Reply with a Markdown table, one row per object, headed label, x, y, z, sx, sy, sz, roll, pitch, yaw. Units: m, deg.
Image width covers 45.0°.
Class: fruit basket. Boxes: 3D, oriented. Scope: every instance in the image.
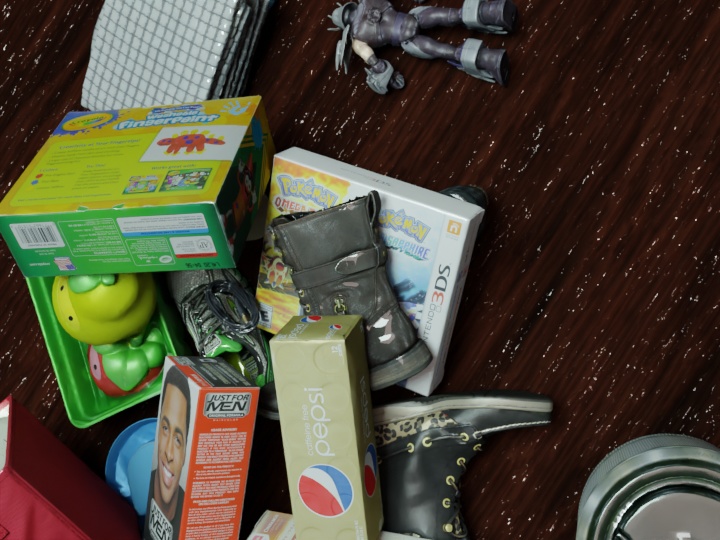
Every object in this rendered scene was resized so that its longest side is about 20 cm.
| label | x | y | z | sx | sy | sz | roll | pitch | yaw |
| --- | --- | --- | --- | --- | --- | --- | --- | --- | --- |
| fruit basket | -0.258 | 0.039 | 0.864 | 0.154 | 0.215 | 0.217 | -24 | 78 | 11 |

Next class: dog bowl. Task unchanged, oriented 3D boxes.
| label | x | y | z | sx | sy | sz | roll | pitch | yaw |
| --- | --- | --- | --- | --- | --- | --- | --- | --- | --- |
| dog bowl | -0.191 | 0.252 | 0.900 | 0.111 | 0.050 | 0.202 | -21 | 78 | 12 |

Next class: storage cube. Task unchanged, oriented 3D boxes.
| label | x | y | z | sx | sy | sz | roll | pitch | yaw |
| --- | --- | --- | --- | --- | --- | --- | --- | --- | --- |
| storage cube | -0.311 | 0.254 | 0.764 | 0.171 | 0.200 | 0.180 | -42 | 113 | -8 |

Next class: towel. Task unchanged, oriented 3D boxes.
| label | x | y | z | sx | sy | sz | roll | pitch | yaw |
| --- | --- | --- | --- | --- | --- | --- | --- | --- | --- |
| towel | -0.195 | -0.234 | 0.915 | 0.165 | 0.085 | 0.201 | 31 | 114 | 17 |

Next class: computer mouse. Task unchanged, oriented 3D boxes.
| label | x | y | z | sx | sy | sz | roll | pitch | yaw |
| --- | --- | --- | --- | --- | --- | --- | --- | --- | --- |
| computer mouse | -0.143 | -0.010 | 0.892 | 0.058 | 0.034 | 0.201 | -14 | 52 | -12 |

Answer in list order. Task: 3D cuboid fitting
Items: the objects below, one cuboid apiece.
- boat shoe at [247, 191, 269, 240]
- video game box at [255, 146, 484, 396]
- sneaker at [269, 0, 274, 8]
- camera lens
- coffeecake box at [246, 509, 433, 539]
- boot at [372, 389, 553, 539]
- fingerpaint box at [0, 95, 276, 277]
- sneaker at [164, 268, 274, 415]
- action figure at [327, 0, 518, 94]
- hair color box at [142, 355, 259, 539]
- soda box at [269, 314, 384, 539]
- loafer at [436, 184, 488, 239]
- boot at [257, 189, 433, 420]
| label | x | y | z | sx | sy | sz | roll | pitch | yaw |
| --- | --- | --- | --- | --- | --- | --- | --- | --- | --- |
| boat shoe | -0.171 | -0.080 | 0.886 | 0.198 | 0.063 | 0.072 | 16 | 97 | 13 |
| video game box | 0.000 | 0.000 | 0.818 | 0.198 | 0.047 | 0.184 | 19 | 114 | 19 |
| sneaker | -0.178 | -0.341 | 0.943 | 0.200 | 0.082 | 0.073 | 39 | 92 | 14 |
| camera lens | 0.256 | 0.217 | 0.703 | 0.158 | 0.200 | 0.162 | -2 | 84 | 15 |
| coffeecake box | -0.004 | 0.317 | 0.792 | 0.198 | 0.073 | 0.155 | 4 | 113 | 20 |
| boot | 0.088 | 0.192 | 0.818 | 0.198 | 0.073 | 0.152 | -8 | 83 | 13 |
| fingerpaint box | -0.190 | -0.076 | 0.772 | 0.198 | 0.074 | 0.168 | -3 | 40 | 12 |
| sneaker | -0.138 | 0.059 | 0.888 | 0.078 | 0.085 | 0.200 | -41 | 75 | 8 |
| action figure | 0.055 | -0.240 | 0.879 | 0.198 | 0.069 | 0.131 | 15 | 95 | 20 |
| hair color box | -0.149 | 0.188 | 0.796 | 0.101 | 0.061 | 0.202 | 20 | 103 | 58 |
| soda box | -0.026 | 0.142 | 0.746 | 0.067 | 0.064 | 0.202 | -2 | 106 | 15 |
| loafer | 0.044 | -0.021 | 0.858 | 0.199 | 0.072 | 0.073 | -26 | 98 | 29 |
| boot | -0.040 | 0.031 | 0.789 | 0.199 | 0.069 | 0.175 | -23 | 98 | 21 |
